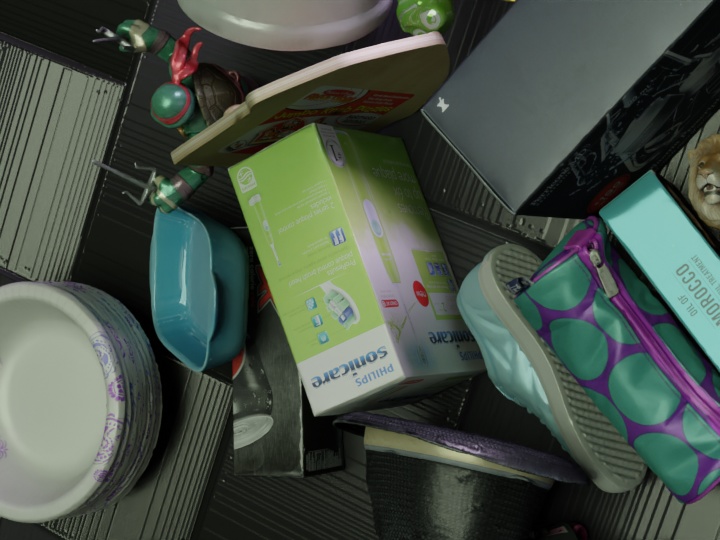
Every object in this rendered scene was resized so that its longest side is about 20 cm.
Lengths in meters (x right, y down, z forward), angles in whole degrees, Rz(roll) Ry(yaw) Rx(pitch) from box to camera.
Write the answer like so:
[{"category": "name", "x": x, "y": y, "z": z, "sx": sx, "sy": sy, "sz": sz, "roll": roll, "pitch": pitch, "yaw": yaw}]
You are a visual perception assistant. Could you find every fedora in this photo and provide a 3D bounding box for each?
[{"category": "fedora", "x": 0.063, "y": 0.163, "z": 1.213, "sx": 0.200, "sy": 0.201, "sz": 0.092, "roll": 9, "pitch": 81, "yaw": 29}]

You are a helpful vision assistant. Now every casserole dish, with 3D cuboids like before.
[{"category": "casserole dish", "x": -0.129, "y": 0.011, "z": 1.364, "sx": 0.200, "sy": 0.039, "sz": 0.121, "roll": -154, "pitch": 66, "yaw": -66}]

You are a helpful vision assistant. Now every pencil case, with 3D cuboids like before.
[{"category": "pencil case", "x": 0.194, "y": 0.063, "z": 1.185, "sx": 0.085, "sy": 0.092, "sz": 0.200, "roll": -38, "pitch": 86, "yaw": -21}]

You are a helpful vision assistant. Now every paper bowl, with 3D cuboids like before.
[{"category": "paper bowl", "x": -0.255, "y": 0.109, "z": 1.446, "sx": 0.200, "sy": 0.104, "sz": 0.201, "roll": -1, "pitch": 89, "yaw": 30}]

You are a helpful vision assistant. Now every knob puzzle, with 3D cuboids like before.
[{"category": "knob puzzle", "x": -0.020, "y": -0.133, "z": 1.263, "sx": 0.219, "sy": 0.219, "sz": 0.031, "roll": -27, "pitch": 76, "yaw": 26}]

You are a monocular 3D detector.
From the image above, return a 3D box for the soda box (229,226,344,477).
[{"category": "soda box", "x": -0.060, "y": 0.064, "z": 1.361, "sx": 0.071, "sy": 0.063, "sz": 0.201, "roll": -2, "pitch": 88, "yaw": 29}]

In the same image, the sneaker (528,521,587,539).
[{"category": "sneaker", "x": 0.134, "y": 0.224, "z": 1.258, "sx": 0.200, "sy": 0.080, "sz": 0.087, "roll": 15, "pitch": 74, "yaw": 30}]

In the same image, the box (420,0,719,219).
[{"category": "box", "x": 0.173, "y": -0.138, "z": 1.165, "sx": 0.200, "sy": 0.182, "sz": 0.104, "roll": -48, "pitch": 68, "yaw": 21}]

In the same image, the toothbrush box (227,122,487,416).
[{"category": "toothbrush box", "x": 0.000, "y": 0.000, "z": 1.281, "sx": 0.086, "sy": 0.146, "sz": 0.200, "roll": -24, "pitch": 77, "yaw": 26}]

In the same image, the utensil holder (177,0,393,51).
[{"category": "utensil holder", "x": -0.049, "y": -0.290, "z": 1.254, "sx": 0.170, "sy": 0.170, "sz": 0.200, "roll": 30, "pitch": 134, "yaw": 26}]

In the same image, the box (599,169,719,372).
[{"category": "box", "x": 0.251, "y": 0.026, "z": 1.175, "sx": 0.049, "sy": 0.082, "sz": 0.200, "roll": -40, "pitch": 72, "yaw": 14}]

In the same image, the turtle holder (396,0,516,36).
[{"category": "turtle holder", "x": 0.106, "y": -0.253, "z": 1.217, "sx": 0.132, "sy": 0.185, "sz": 0.141, "roll": 53, "pitch": 157, "yaw": 1}]

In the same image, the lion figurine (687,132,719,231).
[{"category": "lion figurine", "x": 0.326, "y": -0.044, "z": 1.153, "sx": 0.199, "sy": 0.072, "sz": 0.123, "roll": -7, "pitch": 78, "yaw": 15}]

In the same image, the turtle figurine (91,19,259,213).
[{"category": "turtle figurine", "x": -0.132, "y": -0.119, "z": 1.323, "sx": 0.100, "sy": 0.200, "sz": 0.150, "roll": -3, "pitch": 86, "yaw": 23}]

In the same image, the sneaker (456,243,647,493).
[{"category": "sneaker", "x": 0.140, "y": 0.079, "z": 1.258, "sx": 0.200, "sy": 0.074, "sz": 0.082, "roll": 62, "pitch": 145, "yaw": 10}]
